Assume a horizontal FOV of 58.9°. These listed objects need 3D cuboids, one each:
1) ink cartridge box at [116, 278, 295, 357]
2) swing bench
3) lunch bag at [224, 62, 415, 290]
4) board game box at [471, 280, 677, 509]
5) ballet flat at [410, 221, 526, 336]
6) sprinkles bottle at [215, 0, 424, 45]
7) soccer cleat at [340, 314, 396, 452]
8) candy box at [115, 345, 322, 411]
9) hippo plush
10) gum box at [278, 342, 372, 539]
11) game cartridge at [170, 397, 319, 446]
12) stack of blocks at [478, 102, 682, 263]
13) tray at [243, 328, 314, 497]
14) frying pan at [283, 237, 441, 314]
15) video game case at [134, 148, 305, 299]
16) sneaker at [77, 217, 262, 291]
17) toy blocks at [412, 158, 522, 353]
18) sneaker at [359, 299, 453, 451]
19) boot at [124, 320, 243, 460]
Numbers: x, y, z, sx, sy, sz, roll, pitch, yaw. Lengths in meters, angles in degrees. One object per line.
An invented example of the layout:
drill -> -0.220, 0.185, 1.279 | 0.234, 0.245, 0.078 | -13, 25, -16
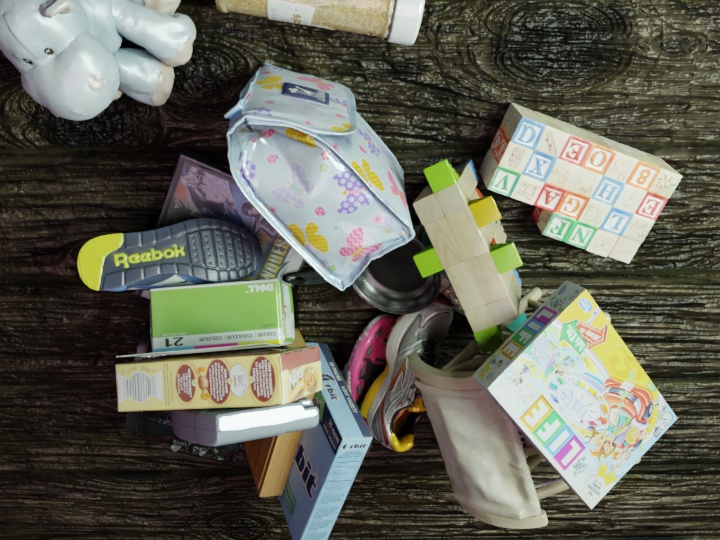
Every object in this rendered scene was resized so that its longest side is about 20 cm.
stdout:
ink cartridge box -> -0.155, 0.050, 0.686 | 0.146, 0.200, 0.077 | -4, 84, 0
swing bench -> 0.183, 0.160, 0.724 | 0.198, 0.130, 0.201 | -26, 110, -16
lunch bag -> -0.042, -0.112, 0.648 | 0.127, 0.170, 0.200 | -38, 113, 20
board game box -> 0.221, 0.129, 0.645 | 0.134, 0.034, 0.200 | -44, 111, -4
ballet flat -> 0.124, 0.016, 0.792 | 0.200, 0.076, 0.064 | 42, 142, -17
sprinkles bottle -> -0.038, -0.270, 0.619 | 0.197, 0.068, 0.069 | 8, 119, -5
soccer cleat -> -0.008, 0.147, 0.854 | 0.069, 0.086, 0.202 | 12, 98, -37
candy box -> -0.154, 0.119, 0.712 | 0.197, 0.115, 0.056 | -5, 87, 17
hippo plush -> -0.248, -0.229, 0.584 | 0.158, 0.161, 0.202 | -18, 118, 9
gum box -> -0.064, 0.227, 0.836 | 0.044, 0.170, 0.202 | 5, 122, -28
game cartridge -> -0.147, 0.166, 0.738 | 0.132, 0.199, 0.042 | -8, 88, -28
stack of blocks -> 0.239, -0.097, 0.725 | 0.198, 0.059, 0.116 | 17, 117, -11
tray -> -0.109, 0.188, 0.843 | 0.037, 0.099, 0.202 | 6, 117, -28
frying pan -> 0.011, 0.013, 0.756 | 0.189, 0.031, 0.115 | -24, 112, 34
video game case -> -0.161, -0.022, 0.779 | 0.179, 0.026, 0.201 | 22, 117, -12
sneaker -> -0.213, -0.016, 0.731 | 0.197, 0.082, 0.075 | -3, 85, -16
toy blocks -> 0.124, -0.033, 0.701 | 0.099, 0.137, 0.202 | -22, 102, 23
sneaker -> 0.071, 0.130, 0.783 | 0.077, 0.082, 0.202 | 8, 109, -36
boot -> -0.223, 0.164, 0.855 | 0.160, 0.074, 0.200 | 13, 121, -9
